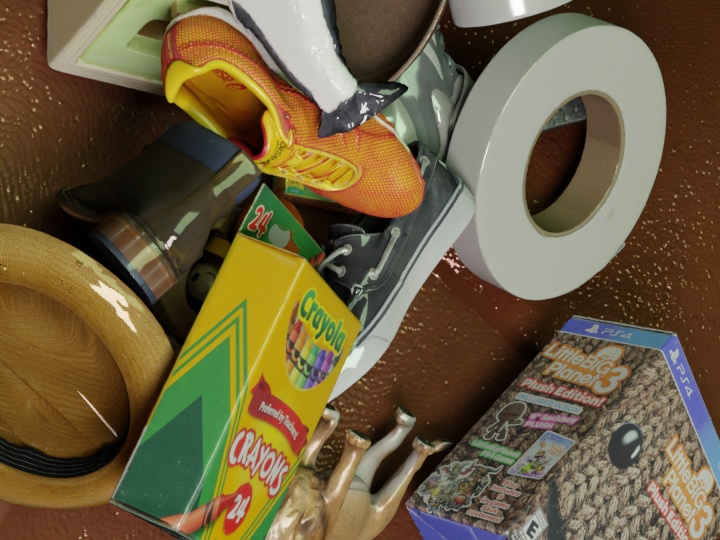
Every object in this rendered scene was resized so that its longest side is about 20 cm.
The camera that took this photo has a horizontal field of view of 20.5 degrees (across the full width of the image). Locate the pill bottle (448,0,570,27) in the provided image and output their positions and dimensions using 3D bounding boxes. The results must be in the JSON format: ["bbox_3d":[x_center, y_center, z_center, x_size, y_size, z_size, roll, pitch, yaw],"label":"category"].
[{"bbox_3d":[0.082,-0.271,1.319,0.109,0.109,0.202,-24,107,-32],"label":"pill bottle"}]

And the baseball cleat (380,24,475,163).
[{"bbox_3d":[0.033,-0.157,1.361,0.106,0.069,0.202,0,93,-39],"label":"baseball cleat"}]

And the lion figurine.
[{"bbox_3d":[-0.017,0.150,1.284,0.199,0.072,0.123,15,106,-52],"label":"lion figurine"}]

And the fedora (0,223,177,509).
[{"bbox_3d":[-0.190,0.047,1.182,0.201,0.200,0.082,48,27,-16],"label":"fedora"}]

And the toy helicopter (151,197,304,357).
[{"bbox_3d":[-0.087,0.056,1.274,0.132,0.078,0.202,-31,111,-38],"label":"toy helicopter"}]

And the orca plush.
[{"bbox_3d":[-0.035,-0.182,1.140,0.200,0.105,0.071,50,39,-14],"label":"orca plush"}]

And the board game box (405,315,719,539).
[{"bbox_3d":[0.151,0.159,1.361,0.200,0.096,0.160,-45,124,-28],"label":"board game box"}]

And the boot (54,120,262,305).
[{"bbox_3d":[-0.119,-0.039,1.184,0.097,0.200,0.075,-40,111,-8],"label":"boot"}]

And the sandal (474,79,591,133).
[{"bbox_3d":[0.111,-0.124,1.443,0.199,0.048,0.076,-30,99,-19],"label":"sandal"}]

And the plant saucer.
[{"bbox_3d":[-0.007,-0.200,1.299,0.036,0.199,0.203,8,77,-51],"label":"plant saucer"}]

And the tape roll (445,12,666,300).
[{"bbox_3d":[0.139,-0.079,1.397,0.202,0.037,0.205,-24,126,-37],"label":"tape roll"}]

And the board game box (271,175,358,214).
[{"bbox_3d":[-0.011,-0.142,1.378,0.095,0.030,0.202,9,75,-30],"label":"board game box"}]

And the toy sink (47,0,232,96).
[{"bbox_3d":[-0.096,-0.196,1.221,0.129,0.200,0.113,11,62,-30],"label":"toy sink"}]

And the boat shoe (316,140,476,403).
[{"bbox_3d":[0.000,0.000,1.273,0.068,0.071,0.201,48,63,-23],"label":"boat shoe"}]

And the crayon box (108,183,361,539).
[{"bbox_3d":[-0.062,0.065,1.162,0.202,0.050,0.127,-66,158,-10],"label":"crayon box"}]

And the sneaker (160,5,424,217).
[{"bbox_3d":[-0.044,-0.078,1.200,0.199,0.073,0.078,30,40,-28],"label":"sneaker"}]
